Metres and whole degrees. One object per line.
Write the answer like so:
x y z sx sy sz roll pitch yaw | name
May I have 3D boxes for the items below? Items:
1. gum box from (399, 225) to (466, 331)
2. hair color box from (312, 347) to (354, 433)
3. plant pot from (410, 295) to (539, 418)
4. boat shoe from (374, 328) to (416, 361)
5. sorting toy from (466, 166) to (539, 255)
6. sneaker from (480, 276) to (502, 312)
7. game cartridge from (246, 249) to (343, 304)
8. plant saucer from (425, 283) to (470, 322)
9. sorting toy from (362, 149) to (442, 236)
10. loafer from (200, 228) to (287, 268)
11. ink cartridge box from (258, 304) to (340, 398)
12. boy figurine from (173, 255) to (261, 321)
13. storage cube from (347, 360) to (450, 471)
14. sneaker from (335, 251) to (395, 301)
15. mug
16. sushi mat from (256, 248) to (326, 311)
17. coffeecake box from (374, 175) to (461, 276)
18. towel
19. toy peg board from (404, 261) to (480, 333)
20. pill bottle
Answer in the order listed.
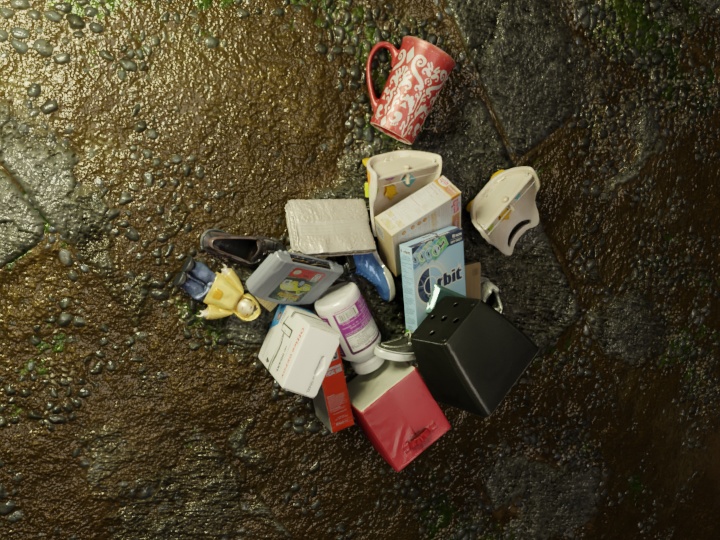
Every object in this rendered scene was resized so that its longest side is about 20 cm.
0.169 0.018 1.552 0.168 0.044 0.204 -21 114 -35 | gum box
-0.078 0.259 1.575 0.063 0.111 0.203 -18 109 -20 | hair color box
0.227 0.167 1.474 0.200 0.199 0.178 -46 111 -20 | plant pot
0.124 0.166 1.562 0.197 0.071 0.065 -1 105 -23 | boat shoe
0.373 -0.135 1.701 0.200 0.107 0.180 -47 125 -6 | sorting toy
0.332 0.121 1.748 0.074 0.081 0.203 -18 109 -21 | sneaker
-0.144 0.021 1.473 0.198 0.041 0.133 11 137 -47 | game cartridge
0.229 0.090 1.581 0.198 0.019 0.071 21 88 -43 | plant saucer
0.079 -0.173 1.566 0.198 0.106 0.183 -18 122 -32 | sorting toy
-0.244 -0.042 1.459 0.197 0.063 0.073 11 95 -28 | loafer
-0.138 0.168 1.478 0.083 0.200 0.148 23 92 -26 | ink cartridge box
-0.303 0.054 1.457 0.199 0.064 0.125 35 83 -23 | boy figurine
0.079 0.329 1.616 0.170 0.200 0.181 -36 107 -12 | storage cube
-0.001 0.000 1.570 0.110 0.076 0.202 -31 108 -22 | sneaker
0.095 -0.406 1.523 0.133 0.176 0.203 15 101 -62 | mug
-0.157 0.000 1.519 0.200 0.012 0.096 -44 140 -10 | sushi mat
0.138 -0.103 1.577 0.198 0.073 0.155 -32 145 -15 | coffeecake box
-0.067 -0.097 1.496 0.197 0.035 0.135 -5 70 -22 | towel
0.198 0.085 1.685 0.197 0.097 0.204 -13 109 -37 | toy peg board
-0.018 0.137 1.575 0.111 0.112 0.202 -32 112 -15 | pill bottle
